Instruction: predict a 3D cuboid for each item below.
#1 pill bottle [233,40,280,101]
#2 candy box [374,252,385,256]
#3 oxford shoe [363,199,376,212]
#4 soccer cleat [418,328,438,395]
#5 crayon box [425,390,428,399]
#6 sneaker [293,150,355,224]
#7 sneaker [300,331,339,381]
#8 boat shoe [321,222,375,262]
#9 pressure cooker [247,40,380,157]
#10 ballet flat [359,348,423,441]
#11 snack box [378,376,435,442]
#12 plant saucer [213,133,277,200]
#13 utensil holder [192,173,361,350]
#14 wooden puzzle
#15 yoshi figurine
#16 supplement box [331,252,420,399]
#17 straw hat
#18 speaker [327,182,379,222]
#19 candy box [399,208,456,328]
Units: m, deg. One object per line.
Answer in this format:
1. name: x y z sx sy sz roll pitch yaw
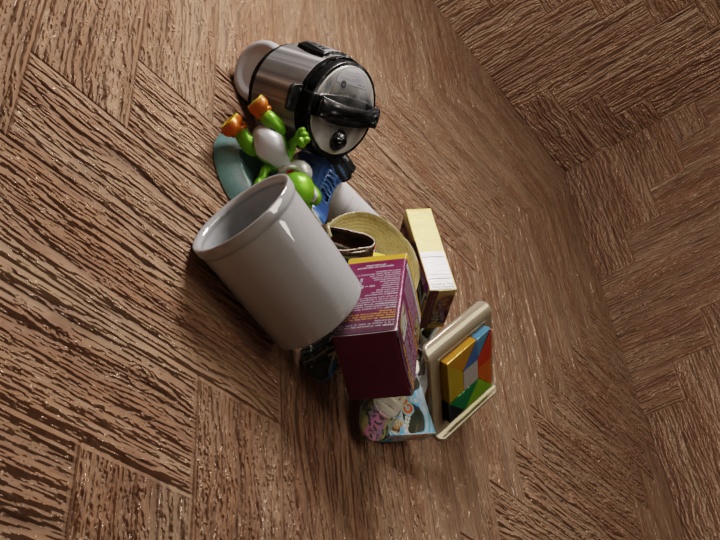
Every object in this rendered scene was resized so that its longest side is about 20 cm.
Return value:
1. pill bottle: -0.138 -0.350 1.641 0.200 0.115 0.116 10 56 -60
2. candy box: -0.038 -0.002 1.470 0.199 0.026 0.103 12 44 -22
3. oxford shoe: 0.058 -0.065 1.785 0.201 0.072 0.071 61 24 -2
4. soccer cleat: 0.111 0.171 1.624 0.069 0.085 0.201 49 27 -27
5. crayon box: 0.180 0.178 1.708 0.051 0.127 0.200 56 26 -12
6. sneaker: -0.061 -0.160 1.536 0.200 0.111 0.077 -105 169 -50
7. sneaker: -0.030 0.122 1.404 0.090 0.078 0.200 59 24 -15
8. boat shoe: -0.069 -0.053 1.421 0.201 0.075 0.075 10 48 -25
9. pressure cooker: -0.069 -0.285 1.479 0.176 0.199 0.179 -43 137 -24
10. ballet flat: 0.055 0.192 1.426 0.069 0.071 0.200 42 41 -8
11. snack box: 0.053 0.196 1.507 0.116 0.037 0.201 7 58 -43
12. plant saucer: -0.168 -0.153 1.469 0.200 0.036 0.201 45 29 -33
13. utensil holder: -0.116 -0.009 1.262 0.200 0.169 0.170 54 25 -24
14. wooden puzzle: 0.185 0.181 1.550 0.185 0.037 0.201 -34 126 -36
15. yoshi figurine: -0.131 -0.176 1.400 0.200 0.112 0.112 52 50 -17
16. supplement box: 0.030 0.084 1.348 0.200 0.103 0.132 -78 159 -55
17. straw hat: 0.000 0.000 1.571 0.200 0.085 0.202 7 71 -21
18. speaker: -0.016 -0.101 1.666 0.200 0.081 0.082 42 31 -38
19. candy box: 0.121 -0.005 1.637 0.117 0.056 0.201 103 -20 -50
